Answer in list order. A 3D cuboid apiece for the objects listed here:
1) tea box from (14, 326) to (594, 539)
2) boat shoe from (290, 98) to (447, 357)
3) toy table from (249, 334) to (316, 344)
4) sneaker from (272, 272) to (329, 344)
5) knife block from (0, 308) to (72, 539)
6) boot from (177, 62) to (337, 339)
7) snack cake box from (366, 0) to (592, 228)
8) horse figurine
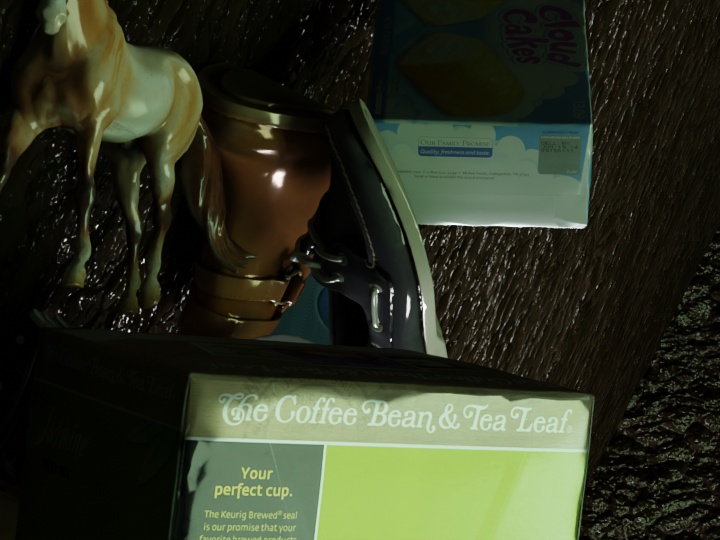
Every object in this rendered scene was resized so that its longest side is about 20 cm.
[{"bbox_3d":[-0.028,0.131,0.805,0.199,0.133,0.198,6,93,-35],"label":"tea box"},{"bbox_3d":[0.000,0.000,0.960,0.200,0.062,0.073,75,-4,-50],"label":"boat shoe"},{"bbox_3d":[-0.057,0.145,0.981,0.117,0.183,0.201,100,13,-64],"label":"toy table"},{"bbox_3d":[-0.013,0.029,1.201,0.131,0.079,0.200,-39,158,-57],"label":"sneaker"},{"bbox_3d":[-0.162,0.123,0.841,0.200,0.064,0.176,-51,158,-45],"label":"knife block"},{"bbox_3d":[-0.058,-0.016,0.989,0.155,0.074,0.200,-64,163,4],"label":"boot"},{"bbox_3d":[0.065,-0.107,1.050,0.200,0.114,0.067,-85,174,-52],"label":"snack cake box"},{"bbox_3d":[-0.100,-0.054,0.801,0.200,0.050,0.133,26,70,-67],"label":"horse figurine"}]
